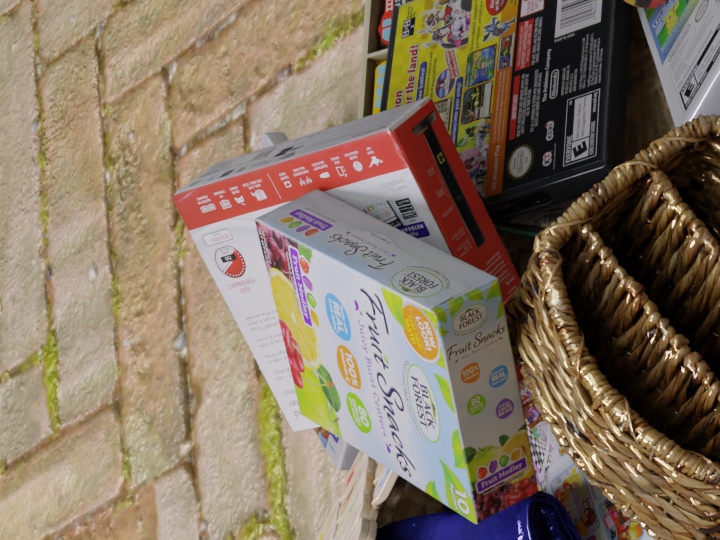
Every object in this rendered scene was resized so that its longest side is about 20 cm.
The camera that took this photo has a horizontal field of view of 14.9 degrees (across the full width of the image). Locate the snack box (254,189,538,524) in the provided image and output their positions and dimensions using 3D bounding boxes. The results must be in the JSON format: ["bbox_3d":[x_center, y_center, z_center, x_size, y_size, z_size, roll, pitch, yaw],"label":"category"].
[{"bbox_3d":[0.019,0.047,1.625,0.200,0.053,0.143,28,138,53],"label":"snack box"}]

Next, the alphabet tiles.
[{"bbox_3d":[-0.012,0.175,1.752,0.200,0.015,0.197,-82,17,-74],"label":"alphabet tiles"}]

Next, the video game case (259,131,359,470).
[{"bbox_3d":[-0.035,0.019,1.891,0.200,0.018,0.144,56,142,44],"label":"video game case"}]

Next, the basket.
[{"bbox_3d":[0.185,0.037,1.519,0.200,0.142,0.149,53,141,21],"label":"basket"}]

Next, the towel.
[{"bbox_3d":[0.075,0.216,1.666,0.200,0.049,0.149,-20,79,55],"label":"towel"}]

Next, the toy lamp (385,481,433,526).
[{"bbox_3d":[0.022,0.178,1.782,0.058,0.058,0.201,39,106,48],"label":"toy lamp"}]

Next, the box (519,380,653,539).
[{"bbox_3d":[0.142,0.106,1.687,0.137,0.039,0.201,-41,49,32],"label":"box"}]

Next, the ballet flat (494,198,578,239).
[{"bbox_3d":[0.074,-0.054,1.802,0.199,0.072,0.073,5,79,42],"label":"ballet flat"}]

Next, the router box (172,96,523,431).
[{"bbox_3d":[0.000,0.000,1.731,0.199,0.049,0.180,-15,108,43],"label":"router box"}]

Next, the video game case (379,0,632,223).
[{"bbox_3d":[0.091,-0.116,1.772,0.180,0.025,0.201,-17,49,31],"label":"video game case"}]

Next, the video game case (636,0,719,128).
[{"bbox_3d":[0.232,-0.199,1.645,0.183,0.022,0.201,-97,31,-57],"label":"video game case"}]

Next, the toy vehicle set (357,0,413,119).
[{"bbox_3d":[0.055,-0.187,1.906,0.124,0.026,0.201,-14,66,44],"label":"toy vehicle set"}]

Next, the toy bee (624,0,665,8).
[{"bbox_3d":[0.172,-0.266,1.667,0.131,0.108,0.201,19,95,64],"label":"toy bee"}]
